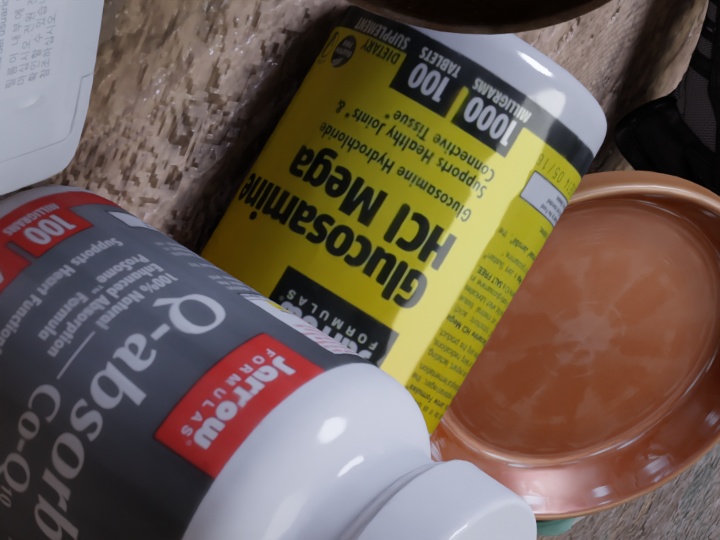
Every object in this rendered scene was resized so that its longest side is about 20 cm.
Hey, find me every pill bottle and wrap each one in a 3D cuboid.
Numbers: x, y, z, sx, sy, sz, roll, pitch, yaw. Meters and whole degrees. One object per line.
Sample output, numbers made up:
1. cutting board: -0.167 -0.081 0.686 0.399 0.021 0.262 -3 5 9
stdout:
1. pill bottle: -0.050 0.064 0.599 0.116 0.199 0.116 -40 146 -34
2. pill bottle: 0.000 0.000 0.716 0.201 0.112 0.112 -60 152 -2

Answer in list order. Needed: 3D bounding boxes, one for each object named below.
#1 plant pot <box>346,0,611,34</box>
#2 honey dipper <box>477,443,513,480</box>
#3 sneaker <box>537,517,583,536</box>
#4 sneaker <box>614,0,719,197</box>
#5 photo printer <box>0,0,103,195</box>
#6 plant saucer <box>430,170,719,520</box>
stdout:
1. plant pot: 0.057 -0.205 0.576 0.200 0.186 0.188 -53 154 -41
2. honey dipper: 0.003 0.163 0.965 0.200 0.038 0.038 -46 150 -17
3. sneaker: 0.162 0.075 1.095 0.201 0.077 0.140 -57 151 -4
4. sneaker: 0.185 -0.108 0.966 0.075 0.113 0.202 10 73 -36
5. photo printer: -0.148 -0.077 0.443 0.199 0.069 0.167 -26 137 -46
6. plant saucer: 0.111 0.037 0.931 0.199 0.032 0.202 -9 126 -13
